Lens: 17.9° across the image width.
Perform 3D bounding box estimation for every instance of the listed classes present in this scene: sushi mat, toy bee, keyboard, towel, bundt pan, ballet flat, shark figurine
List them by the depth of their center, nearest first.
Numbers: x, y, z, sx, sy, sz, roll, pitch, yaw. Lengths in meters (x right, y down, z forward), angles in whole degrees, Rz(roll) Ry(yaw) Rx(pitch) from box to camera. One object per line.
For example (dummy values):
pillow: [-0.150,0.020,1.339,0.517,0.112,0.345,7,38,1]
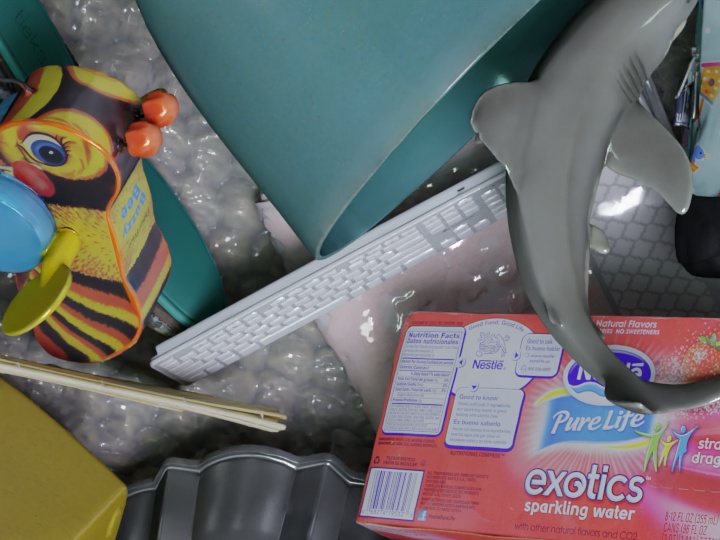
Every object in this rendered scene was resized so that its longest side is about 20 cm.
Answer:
toy bee: [-0.116,-0.034,0.913,0.108,0.200,0.131,2,68,27]
shark figurine: [0.078,-0.031,0.919,0.128,0.215,0.089,-14,152,34]
sushi mat: [-0.136,0.045,0.997,0.200,0.096,0.012,15,84,-36]
keyboard: [0.000,0.000,1.026,0.200,0.056,0.011,-28,67,6]
ballet flat: [-0.135,-0.046,1.031,0.072,0.072,0.201,-30,109,7]
bundt pan: [-0.041,0.181,1.072,0.201,0.076,0.202,5,128,6]
towel: [0.077,0.010,1.075,0.191,0.032,0.200,-25,109,6]

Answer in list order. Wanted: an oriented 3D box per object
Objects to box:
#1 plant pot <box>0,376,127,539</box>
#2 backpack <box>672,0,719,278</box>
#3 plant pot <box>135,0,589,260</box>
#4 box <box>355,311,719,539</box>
plant pot: [-0.215,0.140,0.989,0.176,0.200,0.200,20,108,9]
backpack: [0.212,-0.094,0.972,0.166,0.127,0.201,3,90,18]
plant pot: [-0.002,-0.132,0.937,0.201,0.201,0.161,-45,85,12]
box: [0.111,0.079,0.967,0.095,0.200,0.103,32,65,-47]
